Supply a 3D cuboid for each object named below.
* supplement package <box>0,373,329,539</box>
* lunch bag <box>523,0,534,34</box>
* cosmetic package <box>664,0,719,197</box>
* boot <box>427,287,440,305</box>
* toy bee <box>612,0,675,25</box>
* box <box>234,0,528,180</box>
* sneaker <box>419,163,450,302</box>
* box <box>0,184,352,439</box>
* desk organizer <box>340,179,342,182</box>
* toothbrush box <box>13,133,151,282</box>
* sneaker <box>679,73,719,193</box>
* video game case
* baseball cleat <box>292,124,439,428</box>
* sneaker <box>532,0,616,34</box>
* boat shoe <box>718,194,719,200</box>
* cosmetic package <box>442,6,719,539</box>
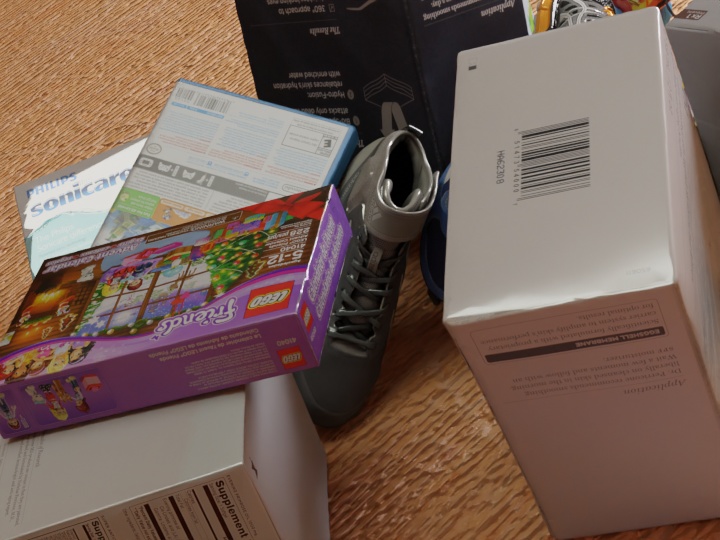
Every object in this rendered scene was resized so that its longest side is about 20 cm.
[{"bbox_3d":[-0.131,0.139,0.966,0.198,0.148,0.192,-18,30,8],"label":"supplement package"},{"bbox_3d":[0.086,-0.192,1.327,0.126,0.172,0.200,-24,29,-6],"label":"lunch bag"},{"bbox_3d":[0.269,-0.081,0.992,0.090,0.202,0.106,-38,34,-25],"label":"cosmetic package"},{"bbox_3d":[0.149,-0.046,1.167,0.198,0.070,0.175,-18,33,23],"label":"boot"},{"bbox_3d":[0.225,-0.239,1.374,0.198,0.110,0.131,0,35,35],"label":"toy bee"},{"bbox_3d":[0.014,-0.176,1.202,0.117,0.203,0.195,-24,19,-36],"label":"box"},{"bbox_3d":[0.092,-0.059,1.056,0.073,0.201,0.082,29,24,2],"label":"sneaker"},{"bbox_3d":[-0.109,0.022,0.951,0.198,0.039,0.137,-14,30,17],"label":"box"},{"bbox_3d":[-0.034,-0.172,1.351,0.076,0.202,0.072,-13,30,12],"label":"desk organizer"},{"bbox_3d":[-0.147,0.014,1.159,0.145,0.085,0.202,-21,61,3],"label":"toothbrush box"},{"bbox_3d":[0.215,-0.108,1.082,0.089,0.076,0.200,8,38,39],"label":"sneaker"},{"bbox_3d":[-0.102,-0.029,1.112,0.142,0.018,0.202,17,67,19],"label":"video game case"},{"bbox_3d":[0.000,0.000,1.081,0.106,0.069,0.203,143,139,-71],"label":"baseball cleat"},{"bbox_3d":[0.160,-0.150,1.158,0.076,0.079,0.200,-10,24,24],"label":"sneaker"},{"bbox_3d":[0.189,-0.019,1.089,0.071,0.061,0.201,3,38,37],"label":"boat shoe"},{"bbox_3d":[0.135,0.005,0.908,0.121,0.201,0.201,-10,47,18],"label":"cosmetic package"}]
